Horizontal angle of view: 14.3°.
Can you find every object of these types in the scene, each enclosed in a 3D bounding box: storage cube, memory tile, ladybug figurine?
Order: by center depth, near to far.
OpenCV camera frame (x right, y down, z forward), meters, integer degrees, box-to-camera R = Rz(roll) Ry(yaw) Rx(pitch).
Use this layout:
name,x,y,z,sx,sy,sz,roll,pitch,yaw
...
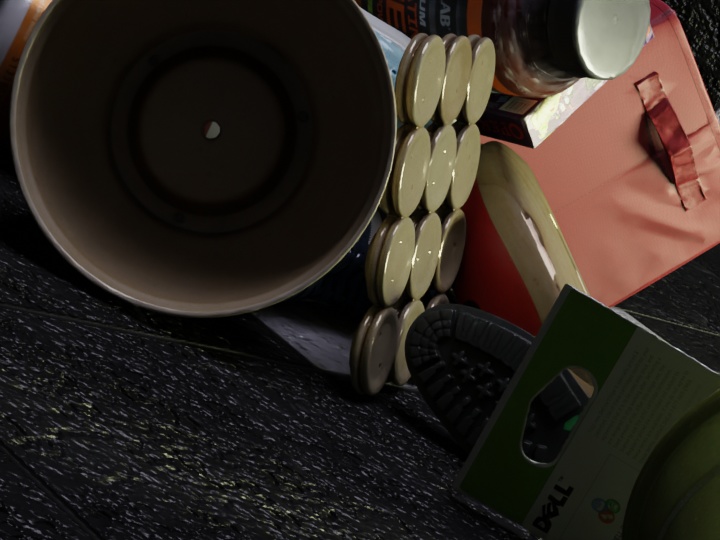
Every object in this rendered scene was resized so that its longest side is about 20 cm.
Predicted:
name,x,y,z,sx,sy,sz,roll,pitch,yaw
memory tile,0.034,-0.033,1.595,0.017,0.201,0.153,12,9,17
ladybug figurine,0.096,0.014,1.708,0.136,0.072,0.200,55,11,-61
storage cube,0.120,-0.083,1.876,0.171,0.180,0.200,64,-9,-30

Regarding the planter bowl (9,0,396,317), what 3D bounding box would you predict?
name,x,y,z,sx,sy,sz,roll,pitch,yaw
planter bowl,-0.082,-0.076,1.542,0.200,0.201,0.135,28,0,-1

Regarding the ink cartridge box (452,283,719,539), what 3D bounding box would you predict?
name,x,y,z,sx,sy,sz,roll,pitch,yaw
ink cartridge box,0.171,0.091,1.454,0.200,0.148,0.076,30,34,4

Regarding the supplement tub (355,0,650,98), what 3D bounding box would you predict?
name,x,y,z,sx,sy,sz,roll,pitch,yaw
supplement tub,0.073,-0.160,1.707,0.200,0.107,0.107,12,-2,42

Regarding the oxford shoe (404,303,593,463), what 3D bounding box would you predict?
name,x,y,z,sx,sy,sz,roll,pitch,yaw
oxford shoe,0.108,0.090,1.574,0.200,0.073,0.084,38,3,4

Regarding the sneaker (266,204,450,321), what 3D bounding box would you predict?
name,x,y,z,sx,sy,sz,roll,pitch,yaw
sneaker,0.000,0.000,1.679,0.085,0.075,0.200,44,21,13

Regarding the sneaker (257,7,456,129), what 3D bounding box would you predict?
name,x,y,z,sx,sy,sz,roll,pitch,yaw
sneaker,-0.026,-0.121,1.648,0.200,0.074,0.082,41,27,-3

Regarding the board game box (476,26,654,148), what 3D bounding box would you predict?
name,x,y,z,sx,sy,sz,roll,pitch,yaw
board game box,0.071,-0.138,1.796,0.200,0.120,0.032,18,-34,45

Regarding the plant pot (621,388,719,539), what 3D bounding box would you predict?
name,x,y,z,sx,sy,sz,roll,pitch,yaw
plant pot,0.199,0.167,1.220,0.200,0.200,0.190,29,25,0

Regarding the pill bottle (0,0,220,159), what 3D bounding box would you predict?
name,x,y,z,sx,sy,sz,roll,pitch,yaw
pill bottle,-0.129,-0.093,1.665,0.200,0.112,0.112,27,12,-12
